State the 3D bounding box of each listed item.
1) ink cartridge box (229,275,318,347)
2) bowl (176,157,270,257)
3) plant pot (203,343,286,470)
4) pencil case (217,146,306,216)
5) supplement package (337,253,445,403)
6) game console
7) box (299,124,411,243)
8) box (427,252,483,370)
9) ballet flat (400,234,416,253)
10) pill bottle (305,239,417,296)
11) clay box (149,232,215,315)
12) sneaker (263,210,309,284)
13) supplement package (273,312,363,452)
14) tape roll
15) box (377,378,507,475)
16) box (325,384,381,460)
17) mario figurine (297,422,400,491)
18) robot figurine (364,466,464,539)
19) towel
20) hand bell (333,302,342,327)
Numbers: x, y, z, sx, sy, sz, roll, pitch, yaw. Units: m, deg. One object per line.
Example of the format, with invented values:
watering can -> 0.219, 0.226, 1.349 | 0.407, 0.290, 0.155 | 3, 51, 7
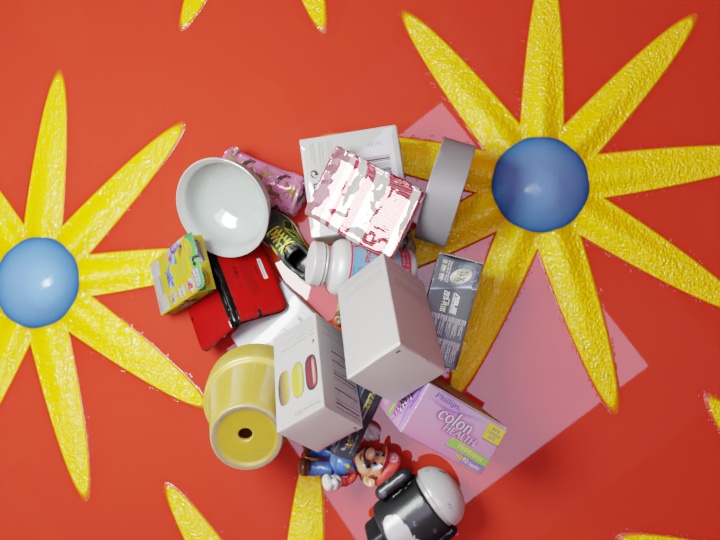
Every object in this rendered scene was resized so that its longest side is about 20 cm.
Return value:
ink cartridge box -> -0.204, 0.093, 1.272 | 0.200, 0.057, 0.163 | 43, 90, 3
bowl -> -0.257, -0.136, 1.222 | 0.199, 0.090, 0.203 | 7, 116, 14
plant pot -> -0.204, 0.264, 1.154 | 0.198, 0.189, 0.203 | -1, 105, -3
pencil case -> -0.204, -0.185, 1.280 | 0.198, 0.087, 0.083 | 24, 65, 7
supplement package -> 0.047, 0.098, 1.051 | 0.119, 0.121, 0.201 | -37, 39, 26
game console -> -0.271, 0.039, 1.277 | 0.171, 0.119, 0.201 | -15, 66, -27
box -> -0.007, -0.166, 1.234 | 0.198, 0.131, 0.201 | -8, 84, 6
box -> 0.163, 0.079, 1.179 | 0.085, 0.164, 0.202 | 15, 86, 7
ballet flat -> 0.014, -0.041, 1.245 | 0.198, 0.067, 0.069 | -13, 66, -2
pill bottle -> 0.000, 0.000, 1.168 | 0.198, 0.109, 0.110 | 9, 85, -16
clay box -> -0.354, 0.008, 1.232 | 0.199, 0.047, 0.116 | -26, 77, 44
sneaker -> -0.147, -0.056, 1.260 | 0.074, 0.085, 0.200 | -45, 84, -2
supplement package -> -0.080, 0.202, 1.114 | 0.113, 0.109, 0.201 | -33, 42, 21
tape roll -> 0.163, -0.150, 1.182 | 0.066, 0.200, 0.202 | 17, 86, 7
box -> 0.135, 0.256, 1.122 | 0.175, 0.200, 0.097 | 32, 88, -16
box -> -0.027, 0.236, 1.180 | 0.051, 0.157, 0.201 | 28, 87, -30
mario figurine -> -0.020, 0.362, 1.201 | 0.198, 0.106, 0.125 | 3, 83, 7
robot figurine -> 0.103, 0.464, 1.171 | 0.199, 0.150, 0.125 | -38, 53, 2
towel -> 0.004, -0.124, 1.124 | 0.199, 0.023, 0.145 | 30, 102, 19
hand bell -> -0.021, 0.088, 1.171 | 0.103, 0.200, 0.105 | 0, 91, 12
